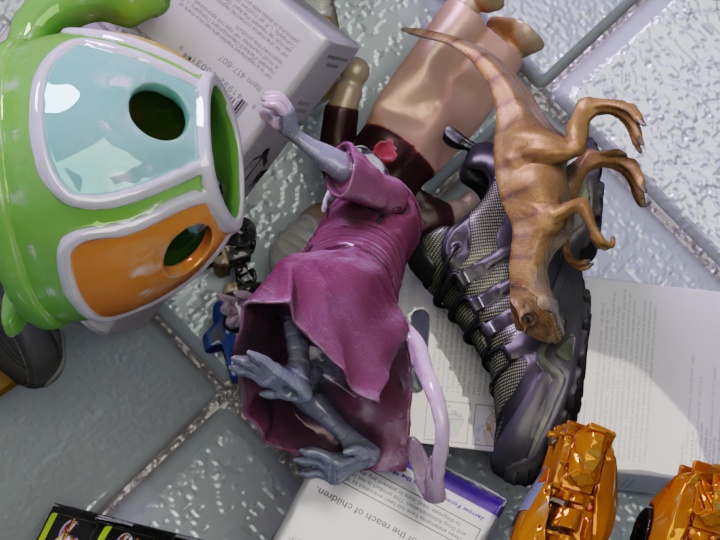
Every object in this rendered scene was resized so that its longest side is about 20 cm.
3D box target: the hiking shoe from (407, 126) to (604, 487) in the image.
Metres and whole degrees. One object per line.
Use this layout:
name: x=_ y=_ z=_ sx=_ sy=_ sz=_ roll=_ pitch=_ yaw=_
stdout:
hiking shoe: x=0.073 y=0.020 z=1.566 sx=0.101 sy=0.076 sz=0.200 roll=6 pitch=65 yaw=5

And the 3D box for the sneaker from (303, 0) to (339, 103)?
sneaker: x=-0.062 y=-0.179 z=1.647 sx=0.088 sy=0.076 sz=0.200 roll=-11 pitch=69 yaw=-2

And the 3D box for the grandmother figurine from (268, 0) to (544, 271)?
grandmother figurine: x=0.022 y=-0.065 z=1.629 sx=0.121 sy=0.061 sz=0.200 roll=42 pitch=75 yaw=-14

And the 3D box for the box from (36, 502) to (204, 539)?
box: x=-0.132 y=0.226 z=1.482 sx=0.048 sy=0.193 sz=0.200 roll=36 pitch=71 yaw=-34

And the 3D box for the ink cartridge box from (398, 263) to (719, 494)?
ink cartridge box: x=0.112 y=0.059 z=1.615 sx=0.200 sy=0.050 sz=0.109 roll=7 pitch=75 yaw=-3

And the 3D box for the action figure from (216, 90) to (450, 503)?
action figure: x=0.000 y=0.000 z=1.504 sx=0.149 sy=0.134 sz=0.200 roll=15 pitch=47 yaw=6

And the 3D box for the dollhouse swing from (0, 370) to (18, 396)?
dollhouse swing: x=-0.305 y=0.056 z=1.575 sx=0.200 sy=0.176 sz=0.182 roll=47 pitch=117 yaw=5

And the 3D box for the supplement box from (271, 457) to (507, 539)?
supplement box: x=-0.017 y=0.192 z=1.541 sx=0.103 sy=0.101 sz=0.200 roll=27 pitch=75 yaw=0

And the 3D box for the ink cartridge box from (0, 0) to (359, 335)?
ink cartridge box: x=-0.122 y=-0.087 z=1.568 sx=0.146 sy=0.084 sz=0.200 roll=40 pitch=99 yaw=8

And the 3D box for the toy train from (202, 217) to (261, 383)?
toy train: x=-0.082 y=-0.023 z=1.620 sx=0.046 sy=0.034 sz=0.200 roll=-16 pitch=79 yaw=-7

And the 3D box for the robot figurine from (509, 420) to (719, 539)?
robot figurine: x=0.121 y=0.184 z=1.473 sx=0.145 sy=0.058 sz=0.200 roll=17 pitch=75 yaw=-10

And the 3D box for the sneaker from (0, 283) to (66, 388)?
sneaker: x=-0.239 y=-0.003 z=1.528 sx=0.200 sy=0.075 sz=0.079 roll=44 pitch=60 yaw=0

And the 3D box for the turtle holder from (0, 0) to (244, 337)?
turtle holder: x=-0.127 y=-0.060 z=1.470 sx=0.132 sy=0.141 sz=0.186 roll=-10 pitch=35 yaw=12

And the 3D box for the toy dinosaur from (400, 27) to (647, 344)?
toy dinosaur: x=0.092 y=-0.064 z=1.532 sx=0.106 sy=0.060 sz=0.200 roll=-10 pitch=65 yaw=-4
